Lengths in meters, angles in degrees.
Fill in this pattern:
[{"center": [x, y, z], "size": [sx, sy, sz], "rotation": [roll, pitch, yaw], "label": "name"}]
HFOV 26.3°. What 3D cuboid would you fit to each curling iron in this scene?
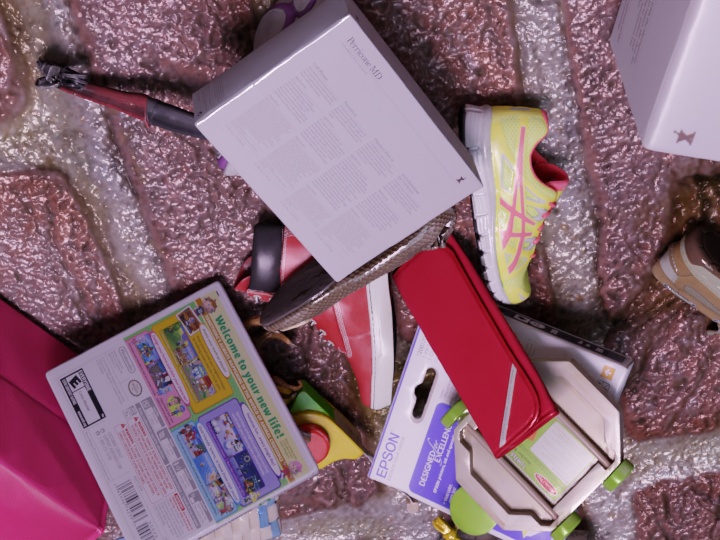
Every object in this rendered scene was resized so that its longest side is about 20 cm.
[{"center": [-0.182, -0.132, 1.273], "size": [0.198, 0.050, 0.026], "rotation": [21, 99, 6], "label": "curling iron"}]

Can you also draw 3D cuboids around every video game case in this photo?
[{"center": [-0.161, 0.137, 1.390], "size": [0.181, 0.201, 0.022], "rotation": [-28, 165, -7], "label": "video game case"}]

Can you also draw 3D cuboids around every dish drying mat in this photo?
[{"center": [0.099, 0.063, 1.375], "size": [0.077, 0.201, 0.018], "rotation": [-42, 155, 27], "label": "dish drying mat"}]

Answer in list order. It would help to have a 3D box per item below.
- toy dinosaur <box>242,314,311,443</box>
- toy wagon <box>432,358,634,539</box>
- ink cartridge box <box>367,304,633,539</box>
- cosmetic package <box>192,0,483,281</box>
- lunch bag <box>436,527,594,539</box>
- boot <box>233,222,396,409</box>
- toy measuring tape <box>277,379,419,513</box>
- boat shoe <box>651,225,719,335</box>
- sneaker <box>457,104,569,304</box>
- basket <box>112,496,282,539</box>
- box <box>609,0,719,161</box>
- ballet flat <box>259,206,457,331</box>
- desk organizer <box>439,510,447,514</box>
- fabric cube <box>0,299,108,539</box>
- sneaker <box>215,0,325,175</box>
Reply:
[{"center": [-0.119, 0.089, 1.442], "size": [0.199, 0.060, 0.107], "rotation": [39, 87, 6], "label": "toy dinosaur"}, {"center": [0.144, 0.172, 1.394], "size": [0.155, 0.040, 0.200], "rotation": [45, 107, 10], "label": "toy wagon"}, {"center": [0.128, 0.140, 1.439], "size": [0.198, 0.043, 0.200], "rotation": [22, 102, 14], "label": "ink cartridge box"}, {"center": [-0.016, -0.104, 1.235], "size": [0.150, 0.052, 0.200], "rotation": [-31, 126, 15], "label": "cosmetic package"}, {"center": [0.152, 0.367, 1.625], "size": [0.166, 0.140, 0.202], "rotation": [9, 127, 12], "label": "lunch bag"}, {"center": [-0.039, 0.042, 1.420], "size": [0.143, 0.073, 0.202], "rotation": [-6, 118, 3], "label": "boot"}, {"center": [-0.028, 0.184, 1.514], "size": [0.073, 0.074, 0.200], "rotation": [-35, 112, 22], "label": "toy measuring tape"}, {"center": [0.353, 0.036, 1.432], "size": [0.200, 0.072, 0.076], "rotation": [39, 132, -17], "label": "boat shoe"}, {"center": [0.140, -0.056, 1.346], "size": [0.089, 0.078, 0.202], "rotation": [-10, 125, 3], "label": "sneaker"}, {"center": [-0.182, 0.205, 1.476], "size": [0.198, 0.177, 0.140], "rotation": [-16, 116, -8], "label": "basket"}, {"center": [0.320, -0.203, 1.182], "size": [0.198, 0.172, 0.200], "rotation": [9, 126, -7], "label": "box"}, {"center": [0.000, 0.000, 1.331], "size": [0.199, 0.068, 0.046], "rotation": [-34, 118, 11], "label": "ballet flat"}, {"center": [0.149, 0.155, 1.499], "size": [0.071, 0.077, 0.201], "rotation": [23, 122, -17], "label": "desk organizer"}, {"center": [-0.360, 0.167, 1.422], "size": [0.196, 0.201, 0.199], "rotation": [-38, 120, 24], "label": "fabric cube"}, {"center": [-0.049, -0.155, 1.281], "size": [0.099, 0.075, 0.201], "rotation": [13, 133, -19], "label": "sneaker"}]
